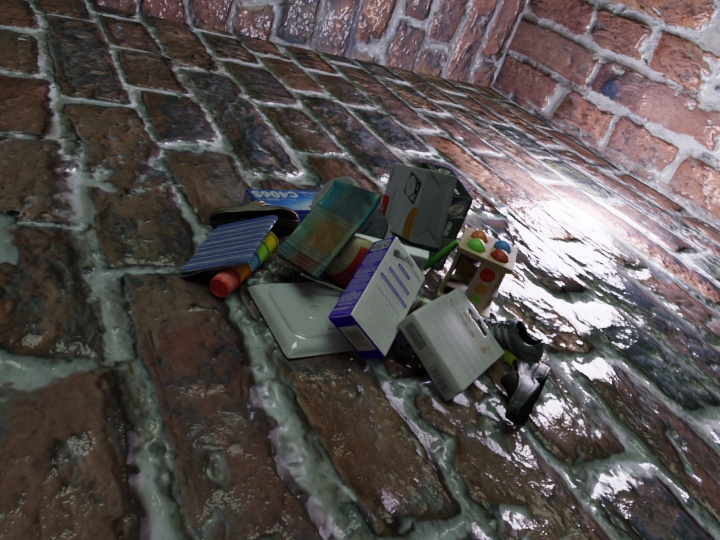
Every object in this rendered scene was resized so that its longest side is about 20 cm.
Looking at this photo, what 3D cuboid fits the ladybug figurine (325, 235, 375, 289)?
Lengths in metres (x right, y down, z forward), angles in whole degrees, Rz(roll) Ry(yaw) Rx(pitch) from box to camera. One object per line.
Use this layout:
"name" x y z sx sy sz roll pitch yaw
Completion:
"ladybug figurine" 0.000 0.000 1.183 0.199 0.135 0.072 30 52 -33

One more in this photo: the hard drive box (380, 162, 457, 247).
"hard drive box" 0.122 -0.150 1.331 0.076 0.157 0.200 11 9 -21

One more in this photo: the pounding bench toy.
"pounding bench toy" 0.228 -0.016 1.320 0.199 0.157 0.124 24 30 7

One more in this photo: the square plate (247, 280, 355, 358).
"square plate" -0.084 0.079 1.101 0.199 0.029 0.198 -2 36 -34

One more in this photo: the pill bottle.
"pill bottle" -0.006 -0.094 1.268 0.200 0.119 0.120 45 8 -42

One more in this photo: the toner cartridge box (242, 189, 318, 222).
"toner cartridge box" -0.169 -0.151 1.409 0.199 0.043 0.095 -4 39 -37

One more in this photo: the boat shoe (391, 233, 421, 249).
"boat shoe" 0.075 -0.057 1.391 0.074 0.063 0.200 8 16 -30

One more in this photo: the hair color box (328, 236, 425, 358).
"hair color box" 0.034 0.047 1.072 0.110 0.065 0.201 53 50 -25

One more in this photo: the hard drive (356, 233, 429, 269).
"hard drive" 0.026 -0.022 1.237 0.198 0.132 0.027 13 58 -12

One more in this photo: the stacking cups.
"stacking cups" -0.220 -0.011 1.139 0.060 0.061 0.200 22 32 3

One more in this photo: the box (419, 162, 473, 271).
"box" 0.172 -0.130 1.428 0.085 0.201 0.164 9 31 -19

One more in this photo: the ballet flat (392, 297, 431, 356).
"ballet flat" 0.118 0.094 1.162 0.072 0.072 0.200 25 30 8

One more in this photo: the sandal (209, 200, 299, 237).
"sandal" -0.229 -0.117 1.285 0.198 0.082 0.055 -2 44 -22

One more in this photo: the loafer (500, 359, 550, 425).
"loafer" 0.286 0.216 1.072 0.072 0.073 0.200 23 19 22

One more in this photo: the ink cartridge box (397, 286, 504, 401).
"ink cartridge box" 0.172 0.128 1.100 0.162 0.050 0.200 57 34 8

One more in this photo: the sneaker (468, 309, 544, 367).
"sneaker" 0.287 0.124 1.203 0.199 0.081 0.074 32 31 20

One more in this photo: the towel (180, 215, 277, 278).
"towel" -0.248 -0.049 1.146 0.144 0.024 0.200 -10 27 15

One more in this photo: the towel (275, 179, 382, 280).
"towel" -0.062 -0.085 1.134 0.146 0.200 0.022 27 -16 46

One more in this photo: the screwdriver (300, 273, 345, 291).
"screwdriver" -0.034 0.042 1.141 0.199 0.028 0.029 19 52 -37
